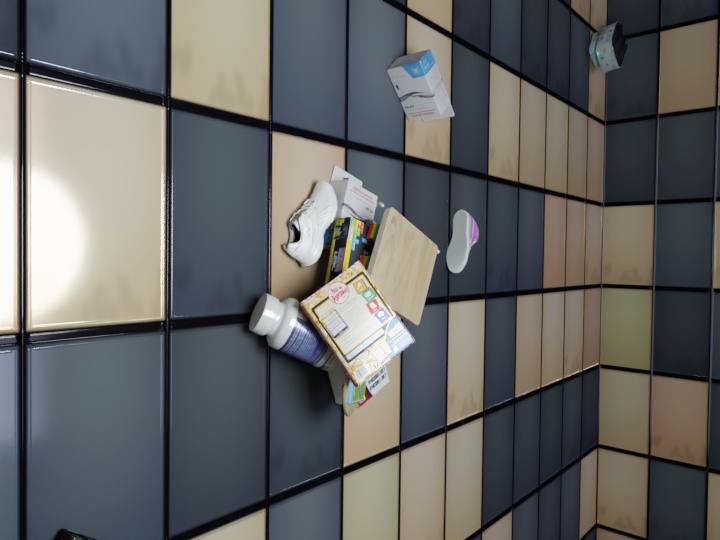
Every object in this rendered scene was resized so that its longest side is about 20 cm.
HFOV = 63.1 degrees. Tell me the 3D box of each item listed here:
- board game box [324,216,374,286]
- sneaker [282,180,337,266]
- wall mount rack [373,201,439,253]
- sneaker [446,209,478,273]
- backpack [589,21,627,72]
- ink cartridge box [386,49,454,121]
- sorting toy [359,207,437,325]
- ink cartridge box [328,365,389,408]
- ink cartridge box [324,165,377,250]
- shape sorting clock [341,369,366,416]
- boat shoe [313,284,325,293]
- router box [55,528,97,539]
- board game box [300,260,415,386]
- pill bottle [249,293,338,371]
[{"bbox_3d":[0.000,0.000,1.354,0.164,0.056,0.205,20,75,-43],"label":"board game box"},{"bbox_3d":[-0.112,-0.114,1.318,0.086,0.074,0.204,29,69,-41],"label":"sneaker"},{"bbox_3d":[0.105,-0.092,1.506,0.075,0.174,0.199,-49,141,13],"label":"wall mount rack"},{"bbox_3d":[0.335,-0.077,1.856,0.114,0.072,0.205,30,69,-50],"label":"sneaker"},{"bbox_3d":[1.159,-1.033,2.745,0.176,0.151,0.203,50,46,-36],"label":"backpack"},{"bbox_3d":[0.168,-0.484,1.603,0.067,0.114,0.202,-54,129,-33],"label":"ink cartridge box"},{"bbox_3d":[0.078,-0.006,1.347,0.198,0.069,0.204,34,65,-41],"label":"sorting toy"},{"bbox_3d":[-0.003,0.201,1.449,0.175,0.083,0.204,-32,114,-45],"label":"ink cartridge box"},{"bbox_3d":[-0.026,-0.142,1.419,0.115,0.067,0.205,22,75,-47],"label":"ink cartridge box"},{"bbox_3d":[-0.014,0.217,1.290,0.200,0.038,0.205,6,90,-76],"label":"shape sorting clock"},{"bbox_3d":[-0.079,0.067,1.364,0.200,0.071,0.066,-46,129,-32],"label":"boat shoe"},{"bbox_3d":[-0.439,0.531,0.960,0.200,0.050,0.151,47,59,-40],"label":"router box"},{"bbox_3d":[-0.006,0.107,1.189,0.150,0.046,0.202,-34,86,-14],"label":"board game box"},{"bbox_3d":[-0.130,0.126,1.240,0.197,0.110,0.113,27,70,-23],"label":"pill bottle"}]
